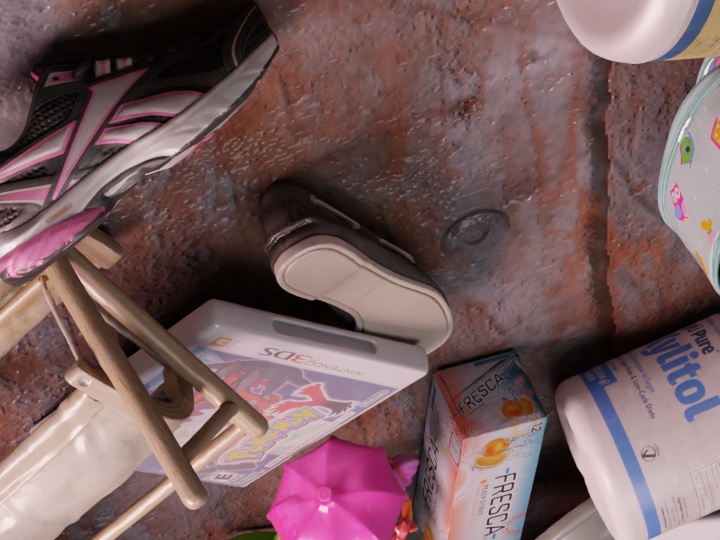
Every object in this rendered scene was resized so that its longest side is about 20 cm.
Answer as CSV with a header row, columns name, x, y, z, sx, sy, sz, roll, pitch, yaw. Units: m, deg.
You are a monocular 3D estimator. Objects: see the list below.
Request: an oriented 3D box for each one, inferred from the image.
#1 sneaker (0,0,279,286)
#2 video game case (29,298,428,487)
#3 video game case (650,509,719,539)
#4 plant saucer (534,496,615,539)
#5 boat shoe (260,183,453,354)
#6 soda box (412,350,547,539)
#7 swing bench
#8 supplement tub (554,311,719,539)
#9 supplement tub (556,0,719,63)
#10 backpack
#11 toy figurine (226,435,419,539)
name,x,y,z,sx,sy,sz,roll,pitch,yaw
sneaker,-0.132,-0.085,1.079,0.200,0.087,0.080,-40,-176,-12
video game case,-0.085,0.085,1.326,0.181,0.023,0.199,14,144,-40
video game case,0.318,0.155,1.536,0.181,0.024,0.199,-30,-170,-38
plant saucer,0.170,0.239,1.623,0.199,0.050,0.200,-35,161,-14
boat shoe,0.000,0.000,1.289,0.067,0.057,0.200,-31,149,15
soda box,0.085,0.147,1.506,0.068,0.064,0.201,-13,144,-15
swing bench,-0.200,0.090,1.193,0.199,0.200,0.130,-39,-177,22
supplement tub,0.254,0.105,1.490,0.199,0.133,0.132,-24,144,-1
supplement tub,0.212,-0.188,1.083,0.198,0.145,0.145,-7,141,-23
backpack,0.279,-0.074,1.258,0.199,0.154,0.177,-20,143,-21
toy figurine,-0.010,0.188,1.437,0.199,0.150,0.185,-26,155,-40
